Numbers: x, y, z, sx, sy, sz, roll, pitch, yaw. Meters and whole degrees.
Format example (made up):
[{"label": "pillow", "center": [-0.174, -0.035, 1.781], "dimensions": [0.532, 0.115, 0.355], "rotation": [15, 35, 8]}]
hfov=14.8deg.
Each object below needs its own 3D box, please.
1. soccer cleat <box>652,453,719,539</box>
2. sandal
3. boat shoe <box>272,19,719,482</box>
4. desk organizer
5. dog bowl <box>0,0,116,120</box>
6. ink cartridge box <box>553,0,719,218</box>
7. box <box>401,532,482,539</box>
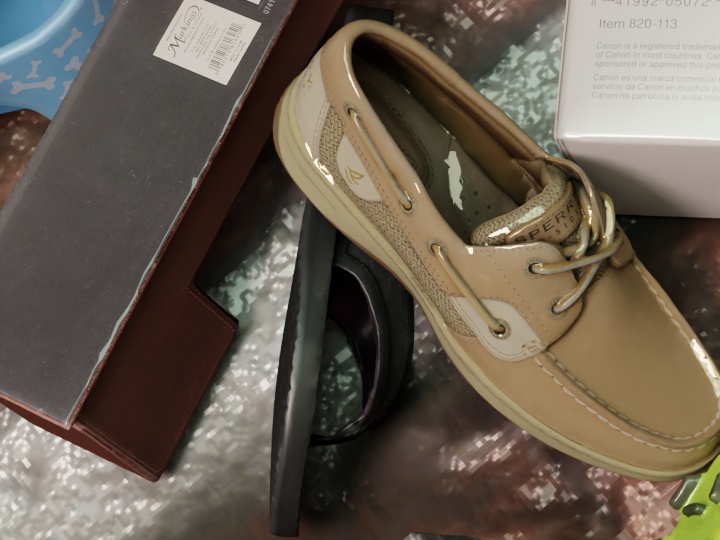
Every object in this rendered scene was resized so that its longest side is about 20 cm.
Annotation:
[{"label": "soccer cleat", "center": [0.128, 0.156, 0.933], "dimensions": [0.083, 0.065, 0.201], "rotation": [16, 70, -9]}, {"label": "sandal", "center": [0.000, -0.001, 1.008], "dimensions": [0.048, 0.075, 0.201], "rotation": [10, 74, 0]}, {"label": "boat shoe", "center": [0.055, -0.005, 0.960], "dimensions": [0.200, 0.065, 0.071], "rotation": [40, 61, -2]}, {"label": "desk organizer", "center": [-0.071, -0.030, 1.027], "dimensions": [0.072, 0.077, 0.201], "rotation": [22, 78, 29]}, {"label": "dog bowl", "center": [-0.178, -0.098, 1.099], "dimensions": [0.199, 0.050, 0.112], "rotation": [-24, 67, 5]}, {"label": "ink cartridge box", "center": [0.156, -0.124, 1.000], "dimensions": [0.146, 0.083, 0.201], "rotation": [2, 73, 16]}, {"label": "box", "center": [-0.007, 0.205, 0.911], "dimensions": [0.200, 0.048, 0.159], "rotation": [-38, 65, 24]}]
